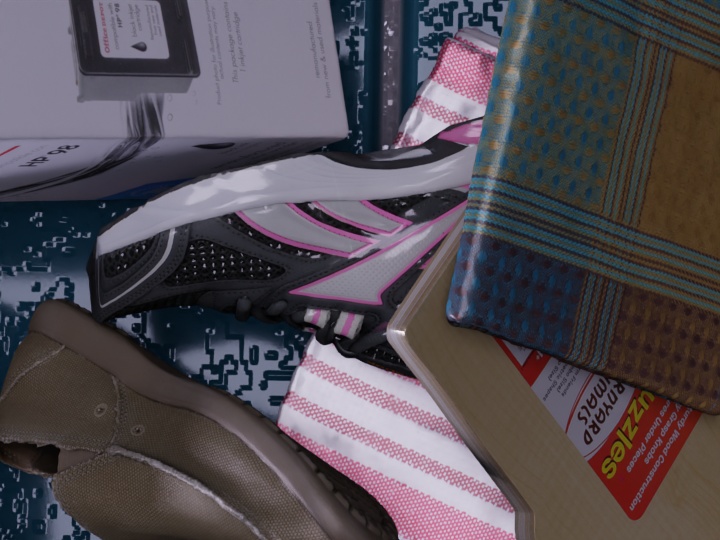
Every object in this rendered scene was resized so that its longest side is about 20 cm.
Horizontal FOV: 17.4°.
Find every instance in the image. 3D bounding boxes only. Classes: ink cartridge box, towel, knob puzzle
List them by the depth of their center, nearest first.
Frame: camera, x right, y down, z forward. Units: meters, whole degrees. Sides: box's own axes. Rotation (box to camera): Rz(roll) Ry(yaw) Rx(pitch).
[{"bbox_3d":[0.097,-0.064,0.793,0.022,0.146,0.202,5,79,48],"label":"towel"},{"bbox_3d":[-0.118,-0.065,0.818,0.199,0.115,0.067,-3,82,-41],"label":"ink cartridge box"},{"bbox_3d":[0.102,0.021,0.834,0.030,0.219,0.222,3,81,48],"label":"knob puzzle"},{"bbox_3d":[0.060,0.024,0.891,0.145,0.030,0.201,24,87,5],"label":"towel"}]

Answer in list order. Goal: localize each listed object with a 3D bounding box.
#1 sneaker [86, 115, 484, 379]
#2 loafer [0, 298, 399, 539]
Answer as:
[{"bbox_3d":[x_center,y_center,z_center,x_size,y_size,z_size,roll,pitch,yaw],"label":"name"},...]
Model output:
[{"bbox_3d":[0.000,0.000,0.842,0.198,0.080,0.087,-12,87,1],"label":"sneaker"},{"bbox_3d":[-0.064,0.075,0.836,0.199,0.076,0.068,26,80,47],"label":"loafer"}]
